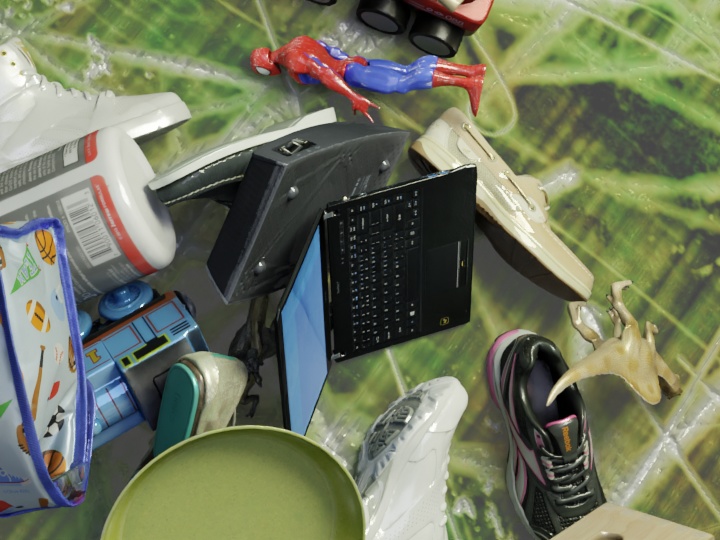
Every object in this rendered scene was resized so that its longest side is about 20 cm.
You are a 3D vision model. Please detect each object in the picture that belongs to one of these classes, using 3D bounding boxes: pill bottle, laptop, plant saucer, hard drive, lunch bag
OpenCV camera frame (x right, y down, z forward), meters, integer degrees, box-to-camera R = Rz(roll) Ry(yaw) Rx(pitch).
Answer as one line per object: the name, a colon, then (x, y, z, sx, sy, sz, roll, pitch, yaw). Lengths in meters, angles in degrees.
pill bottle: (-0.252, -0.021, 1.082, 0.198, 0.116, 0.117, -22, 87, 7)
laptop: (0.016, 0.036, 1.103, 0.198, 0.178, 0.104, -16, 47, -14)
plant saucer: (-0.095, 0.197, 1.041, 0.198, 0.031, 0.202, -6, 113, -14)
hard drive: (-0.041, -0.052, 1.101, 0.042, 0.200, 0.136, 33, 115, 18)
lunch bag: (-0.282, 0.074, 0.984, 0.168, 0.124, 0.202, -9, 94, 17)

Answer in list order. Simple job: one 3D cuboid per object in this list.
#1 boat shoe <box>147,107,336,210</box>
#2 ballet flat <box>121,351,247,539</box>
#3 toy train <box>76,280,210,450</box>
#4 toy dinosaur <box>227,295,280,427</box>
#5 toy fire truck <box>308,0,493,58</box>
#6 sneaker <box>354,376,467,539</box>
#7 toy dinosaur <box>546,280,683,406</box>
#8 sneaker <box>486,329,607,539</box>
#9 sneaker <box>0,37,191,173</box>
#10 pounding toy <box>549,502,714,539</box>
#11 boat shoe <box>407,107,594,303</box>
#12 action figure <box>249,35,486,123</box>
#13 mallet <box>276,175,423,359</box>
boat shoe: (-0.082, -0.079, 1.132, 0.199, 0.075, 0.061, -26, 100, -41)
ballet flat: (-0.132, 0.151, 1.066, 0.062, 0.067, 0.201, -3, 124, -46)
toy train: (-0.207, 0.085, 1.089, 0.199, 0.114, 0.087, -29, 127, -13)
toy dinosaur: (-0.082, 0.059, 1.138, 0.047, 0.088, 0.202, 22, 80, -17)
toy fire truck: (0.035, -0.253, 1.143, 0.175, 0.200, 0.130, 23, 79, -7)
sneaker: (0.040, 0.184, 1.161, 0.099, 0.078, 0.201, 35, 80, -18)
toy dinosaur: (0.214, 0.065, 1.165, 0.199, 0.058, 0.102, 8, 55, -48)
sneaker: (0.158, 0.146, 1.174, 0.080, 0.086, 0.202, -21, 88, -11)
sneaker: (-0.244, -0.139, 1.140, 0.198, 0.074, 0.117, -18, 89, -11)
pounding toy: (0.162, 0.278, 1.092, 0.199, 0.141, 0.186, -19, 112, -44)
boat shoe: (0.131, -0.055, 1.205, 0.200, 0.072, 0.065, 43, 78, 3)
action figure: (0.004, -0.163, 1.194, 0.198, 0.066, 0.052, 12, 121, 4)
mallet: (0.000, 0.000, 1.190, 0.199, 0.041, 0.066, -37, 93, -9)
